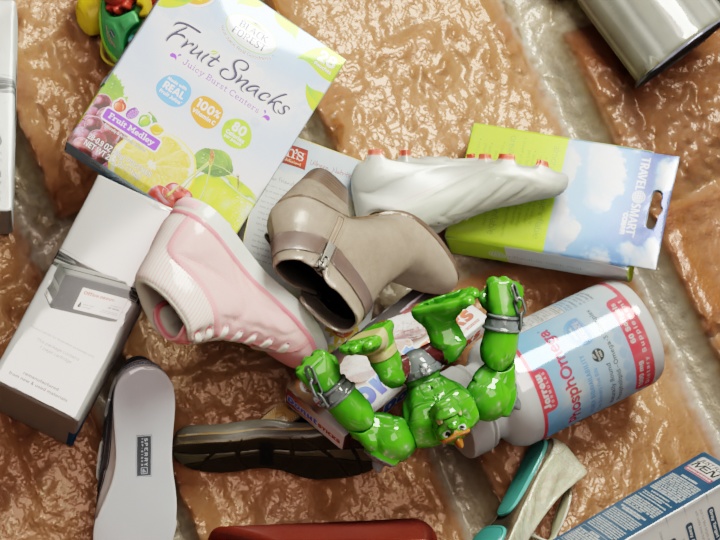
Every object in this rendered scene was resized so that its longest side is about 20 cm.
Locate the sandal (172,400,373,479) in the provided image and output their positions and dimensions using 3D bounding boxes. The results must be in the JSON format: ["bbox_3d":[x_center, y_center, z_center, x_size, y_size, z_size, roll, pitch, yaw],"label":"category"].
[{"bbox_3d":[-0.070,0.147,1.566,0.199,0.082,0.055,0,54,-5],"label":"sandal"}]

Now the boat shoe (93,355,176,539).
[{"bbox_3d":[-0.200,0.174,1.526,0.072,0.068,0.201,0,98,-15],"label":"boat shoe"}]

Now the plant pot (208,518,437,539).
[{"bbox_3d":[-0.017,0.304,1.475,0.199,0.176,0.200,-1,76,-12],"label":"plant pot"}]

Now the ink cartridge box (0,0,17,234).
[{"bbox_3d":[-0.380,-0.140,1.555,0.144,0.084,0.201,1,76,-11],"label":"ink cartridge box"}]

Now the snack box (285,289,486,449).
[{"bbox_3d":[0.025,0.080,1.570,0.072,0.024,0.200,38,54,21],"label":"snack box"}]

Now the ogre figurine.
[{"bbox_3d":[0.059,0.092,1.492,0.200,0.098,0.120,-27,102,-27],"label":"ogre figurine"}]

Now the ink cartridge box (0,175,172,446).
[{"bbox_3d":[-0.238,0.037,1.510,0.084,0.145,0.200,27,72,-4],"label":"ink cartridge box"}]

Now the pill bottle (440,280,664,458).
[{"bbox_3d":[0.170,0.093,1.602,0.200,0.109,0.109,-25,83,-16],"label":"pill bottle"}]

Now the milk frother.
[{"bbox_3d":[0.296,-0.316,1.685,0.180,0.200,0.188,-36,86,-22],"label":"milk frother"}]

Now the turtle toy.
[{"bbox_3d":[-0.188,-0.254,1.615,0.145,0.101,0.200,-24,82,-17],"label":"turtle toy"}]

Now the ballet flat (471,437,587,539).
[{"bbox_3d":[0.143,0.243,1.584,0.062,0.067,0.200,39,72,-11],"label":"ballet flat"}]

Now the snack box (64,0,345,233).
[{"bbox_3d":[-0.136,-0.146,1.530,0.168,0.068,0.200,32,80,-8],"label":"snack box"}]

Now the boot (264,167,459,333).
[{"bbox_3d":[0.000,0.000,1.528,0.200,0.070,0.146,34,37,-17],"label":"boot"}]

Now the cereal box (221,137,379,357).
[{"bbox_3d":[-0.050,-0.016,1.601,0.144,0.039,0.201,20,71,-24],"label":"cereal box"}]

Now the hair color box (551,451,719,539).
[{"bbox_3d":[0.262,0.259,1.587,0.200,0.061,0.100,-26,114,-17],"label":"hair color box"}]

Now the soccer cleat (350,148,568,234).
[{"bbox_3d":[0.091,-0.070,1.604,0.199,0.069,0.078,2,94,1],"label":"soccer cleat"}]

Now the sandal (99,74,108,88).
[{"bbox_3d":[-0.175,-0.090,1.599,0.079,0.059,0.207,-40,100,-36],"label":"sandal"}]

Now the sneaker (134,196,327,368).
[{"bbox_3d":[-0.116,0.041,1.473,0.200,0.075,0.105,50,60,-32],"label":"sneaker"}]

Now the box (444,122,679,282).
[{"bbox_3d":[0.190,-0.063,1.641,0.199,0.048,0.122,10,72,15],"label":"box"}]
